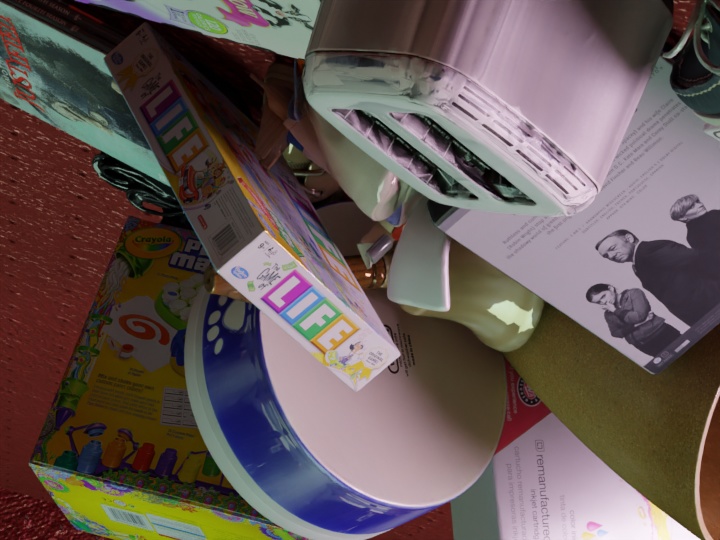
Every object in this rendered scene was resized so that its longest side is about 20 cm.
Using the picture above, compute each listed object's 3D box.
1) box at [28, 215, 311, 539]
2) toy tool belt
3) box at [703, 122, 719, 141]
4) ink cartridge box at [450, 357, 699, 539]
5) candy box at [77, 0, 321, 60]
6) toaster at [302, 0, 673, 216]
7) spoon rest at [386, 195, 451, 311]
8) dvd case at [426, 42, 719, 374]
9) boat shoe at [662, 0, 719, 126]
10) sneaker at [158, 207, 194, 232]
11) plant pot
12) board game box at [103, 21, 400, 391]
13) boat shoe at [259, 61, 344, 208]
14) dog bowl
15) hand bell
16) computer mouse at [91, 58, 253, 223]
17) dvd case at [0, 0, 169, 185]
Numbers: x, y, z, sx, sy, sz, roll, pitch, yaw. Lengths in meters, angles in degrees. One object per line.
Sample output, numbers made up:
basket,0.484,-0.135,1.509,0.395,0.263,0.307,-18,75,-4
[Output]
box,-0.087,0.091,1.678,0.199,0.194,0.122,13,156,17
toy tool belt,0.000,-0.091,1.365,0.123,0.125,0.200,44,170,9
box,0.279,-0.056,1.192,0.199,0.060,0.116,27,163,-25
ink cartridge box,0.163,0.119,1.673,0.199,0.147,0.083,-2,171,-21
candy box,-0.096,-0.181,1.207,0.199,0.072,0.168,16,165,15
toaster,0.055,-0.110,1.152,0.113,0.130,0.200,6,160,39
spoon rest,0.087,-0.036,1.385,0.099,0.061,0.200,11,-156,34
dvd case,0.152,-0.034,1.318,0.200,0.150,0.025,33,-155,-39
boat shoe,0.179,-0.117,1.076,0.062,0.075,0.200,22,164,-14
sneaker,-0.109,-0.045,1.731,0.099,0.070,0.200,30,154,-29
plant pot,0.183,0.048,1.512,0.199,0.187,0.186,26,172,36
board game box,-0.061,-0.037,1.365,0.134,0.034,0.200,43,-169,-44
boat shoe,-0.030,-0.071,1.530,0.071,0.065,0.200,18,165,7
dog bowl,-0.007,0.062,1.535,0.199,0.201,0.079,28,145,-29
hand bell,0.000,0.000,1.472,0.199,0.105,0.104,-2,176,-27
computer mouse,-0.109,-0.085,1.582,0.138,0.053,0.200,31,160,10
dvd case,-0.200,-0.132,1.508,0.199,0.022,0.146,29,159,16
